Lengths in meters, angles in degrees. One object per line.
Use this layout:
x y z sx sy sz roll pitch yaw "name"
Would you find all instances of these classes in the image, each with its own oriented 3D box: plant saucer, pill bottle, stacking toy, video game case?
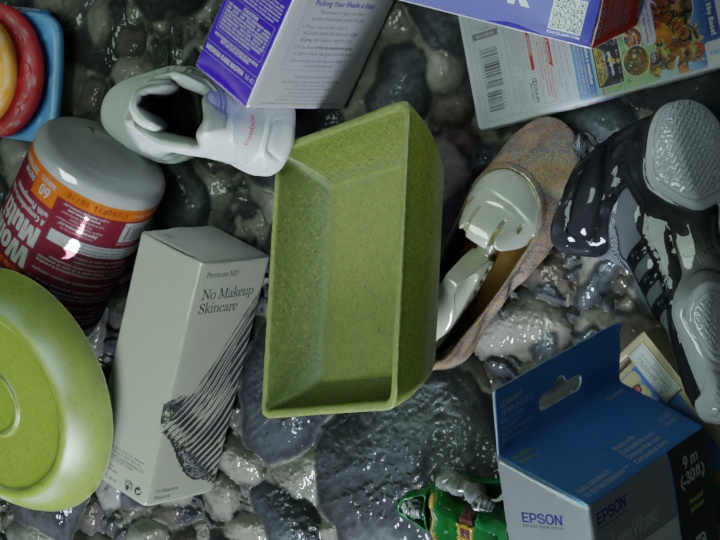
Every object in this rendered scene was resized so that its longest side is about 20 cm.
0.000 0.000 1.321 0.199 0.048 0.201 -11 74 61 "plant saucer"
-0.240 -0.012 1.515 0.110 0.109 0.201 44 118 26 "pill bottle"
-0.274 0.097 1.484 0.199 0.031 0.201 15 116 33 "plant saucer"
-0.338 -0.157 1.520 0.116 0.200 0.110 10 101 37 "stacking toy"
0.149 -0.182 1.256 0.199 0.018 0.144 -12 86 38 "video game case"

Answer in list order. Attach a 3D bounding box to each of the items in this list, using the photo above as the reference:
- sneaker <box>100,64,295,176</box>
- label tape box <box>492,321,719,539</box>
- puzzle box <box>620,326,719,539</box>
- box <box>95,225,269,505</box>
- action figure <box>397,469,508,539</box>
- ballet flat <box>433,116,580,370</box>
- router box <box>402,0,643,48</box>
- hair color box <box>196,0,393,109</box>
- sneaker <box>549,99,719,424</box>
-0.141 -0.122 1.422 0.199 0.099 0.078 9 86 47 "sneaker"
0.153 0.147 1.153 0.066 0.143 0.201 3 106 38 "label tape box"
0.203 0.154 1.240 0.133 0.025 0.200 -49 66 31 "puzzle box"
-0.138 0.071 1.464 0.068 0.082 0.201 26 111 34 "box"
0.096 0.180 1.298 0.200 0.054 0.119 13 109 51 "action figure"
0.084 -0.011 1.290 0.068 0.067 0.201 34 114 20 "ballet flat"
0.064 -0.187 1.159 0.199 0.179 0.049 16 105 13 "router box"
-0.024 -0.212 1.329 0.065 0.109 0.201 41 117 29 "hair color box"
0.186 -0.001 1.214 0.113 0.075 0.201 -9 91 46 "sneaker"
